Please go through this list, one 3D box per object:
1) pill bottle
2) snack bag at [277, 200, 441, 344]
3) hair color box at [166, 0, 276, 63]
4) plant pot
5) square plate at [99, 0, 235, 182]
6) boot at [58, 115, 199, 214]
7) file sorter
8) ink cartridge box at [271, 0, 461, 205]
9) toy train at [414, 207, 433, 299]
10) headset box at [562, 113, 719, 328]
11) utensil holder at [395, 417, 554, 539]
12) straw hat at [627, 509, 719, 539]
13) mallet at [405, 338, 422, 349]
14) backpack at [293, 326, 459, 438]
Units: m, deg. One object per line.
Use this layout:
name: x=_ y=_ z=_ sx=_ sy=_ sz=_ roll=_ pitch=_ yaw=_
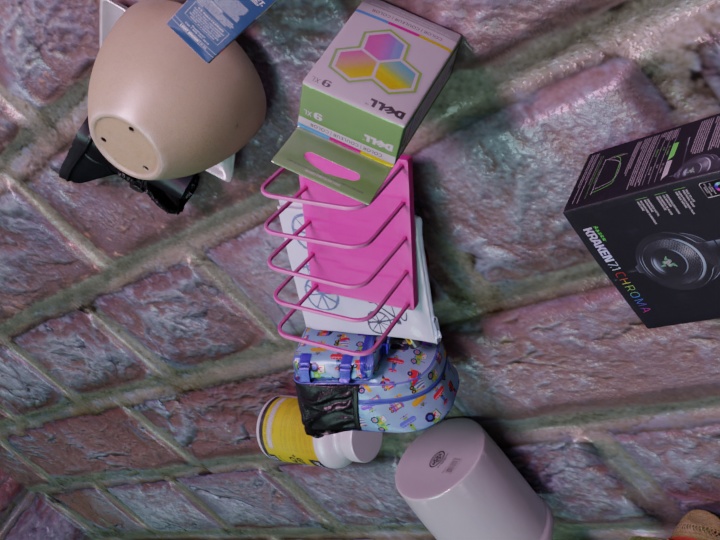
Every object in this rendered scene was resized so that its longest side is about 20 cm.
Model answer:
pill bottle: x=-0.067 y=0.265 z=1.554 sx=0.200 sy=0.112 sz=0.112 roll=-2 pitch=133 yaw=40
snack bag: x=0.000 y=0.000 z=1.167 sx=0.200 sy=0.021 sz=0.189 roll=5 pitch=123 yaw=27
hair color box: x=-0.096 y=-0.287 z=0.903 sx=0.061 sy=0.100 sz=0.200 roll=43 pitch=144 yaw=-17
plant pot: x=-0.225 y=-0.179 z=1.057 sx=0.200 sy=0.134 sz=0.200 roll=21 pitch=145 yaw=16
square plate: x=-0.228 y=-0.219 z=1.152 sx=0.200 sy=0.028 sz=0.198 roll=29 pitch=145 yaw=4
boot: x=-0.313 y=-0.129 z=1.284 sx=0.168 sy=0.076 sz=0.200 roll=33 pitch=158 yaw=-15
file sorter: x=-0.026 y=-0.022 z=1.067 sx=0.139 sy=0.125 sz=0.200 roll=11 pitch=126 yaw=23
ink cartridge box: x=0.008 y=-0.164 z=0.886 sx=0.104 sy=0.200 sz=0.059 roll=25 pitch=145 yaw=8
toy train: x=0.063 y=-0.011 z=1.180 sx=0.046 sy=0.034 sz=0.200 roll=11 pitch=141 yaw=24
headset box: x=0.327 y=-0.045 z=0.884 sx=0.200 sy=0.093 sz=0.174 roll=-14 pitch=126 yaw=46
utensil holder: x=0.169 y=0.345 z=1.427 sx=0.170 sy=0.170 sz=0.200 roll=-13 pitch=123 yaw=46
straw hat: x=0.472 y=0.379 z=1.306 sx=0.201 sy=0.085 sz=0.201 roll=27 pitch=158 yaw=12
mallet: x=0.012 y=0.016 z=1.207 sx=0.066 sy=0.041 sz=0.200 roll=-14 pitch=109 yaw=44
backpack: x=0.027 y=0.133 z=1.269 sx=0.200 sy=0.183 sz=0.135 roll=0 pitch=119 yaw=18
